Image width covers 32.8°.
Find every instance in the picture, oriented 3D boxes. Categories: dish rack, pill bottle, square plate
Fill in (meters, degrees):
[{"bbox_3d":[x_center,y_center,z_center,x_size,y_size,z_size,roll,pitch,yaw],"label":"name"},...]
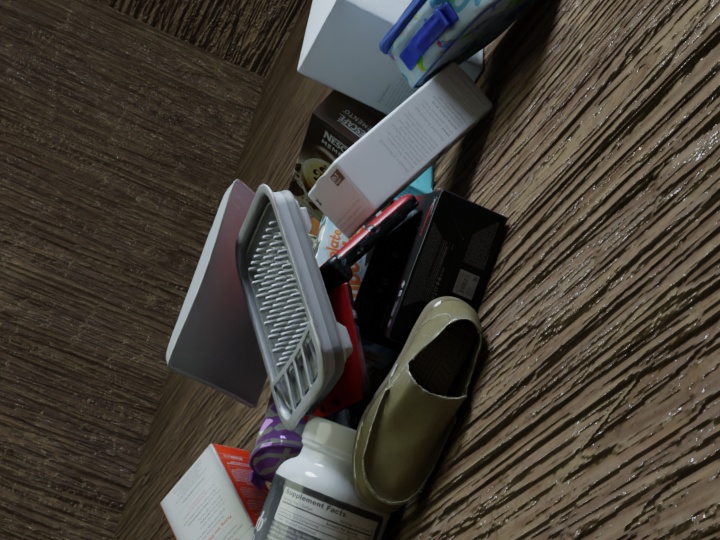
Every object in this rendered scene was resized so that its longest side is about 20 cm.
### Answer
[{"bbox_3d":[-0.062,0.033,1.145,0.172,0.043,0.202,122,132,-61],"label":"dish rack"},{"bbox_3d":[-0.038,0.244,1.127,0.116,0.115,0.202,167,124,-75],"label":"pill bottle"},{"bbox_3d":[-0.128,0.028,1.285,0.198,0.028,0.202,39,-113,-62],"label":"square plate"}]

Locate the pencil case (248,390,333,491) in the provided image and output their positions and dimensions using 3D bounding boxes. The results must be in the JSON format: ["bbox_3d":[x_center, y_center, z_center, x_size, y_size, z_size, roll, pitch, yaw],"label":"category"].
[{"bbox_3d":[-0.070,0.142,1.345,0.085,0.084,0.201,-19,36,25],"label":"pencil case"}]

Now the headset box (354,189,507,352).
[{"bbox_3d":[0.058,0.007,1.220,0.150,0.077,0.200,-69,14,-5],"label":"headset box"}]

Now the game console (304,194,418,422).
[{"bbox_3d":[-0.003,0.041,1.205,0.172,0.119,0.200,-41,2,-24],"label":"game console"}]

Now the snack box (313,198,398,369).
[{"bbox_3d":[0.000,0.000,1.379,0.037,0.115,0.202,130,158,-57],"label":"snack box"}]

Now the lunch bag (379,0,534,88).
[{"bbox_3d":[0.116,-0.287,1.321,0.160,0.083,0.200,-38,-2,-29],"label":"lunch bag"}]

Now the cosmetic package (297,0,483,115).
[{"bbox_3d":[0.042,-0.301,1.527,0.200,0.198,0.123,-84,21,-50],"label":"cosmetic package"}]

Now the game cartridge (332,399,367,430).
[{"bbox_3d":[-0.030,0.210,1.338,0.200,0.041,0.134,-103,33,-69],"label":"game cartridge"}]

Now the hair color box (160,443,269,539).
[{"bbox_3d":[-0.128,0.293,1.289,0.102,0.061,0.201,-48,51,18],"label":"hair color box"}]

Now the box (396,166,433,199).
[{"bbox_3d":[0.025,-0.053,1.519,0.083,0.049,0.201,-84,20,-51],"label":"box"}]

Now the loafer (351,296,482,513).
[{"bbox_3d":[0.050,0.115,1.068,0.067,0.075,0.202,154,137,-81],"label":"loafer"}]

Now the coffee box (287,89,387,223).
[{"bbox_3d":[-0.017,-0.140,1.590,0.080,0.113,0.200,-48,-9,-30],"label":"coffee box"}]

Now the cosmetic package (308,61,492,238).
[{"bbox_3d":[0.044,-0.131,1.331,0.200,0.074,0.102,-44,1,-24],"label":"cosmetic package"}]

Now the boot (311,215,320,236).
[{"bbox_3d":[-0.031,-0.110,1.811,0.155,0.073,0.202,134,143,-62],"label":"boot"}]

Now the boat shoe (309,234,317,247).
[{"bbox_3d":[-0.054,-0.014,1.503,0.063,0.073,0.201,-51,2,4],"label":"boat shoe"}]
